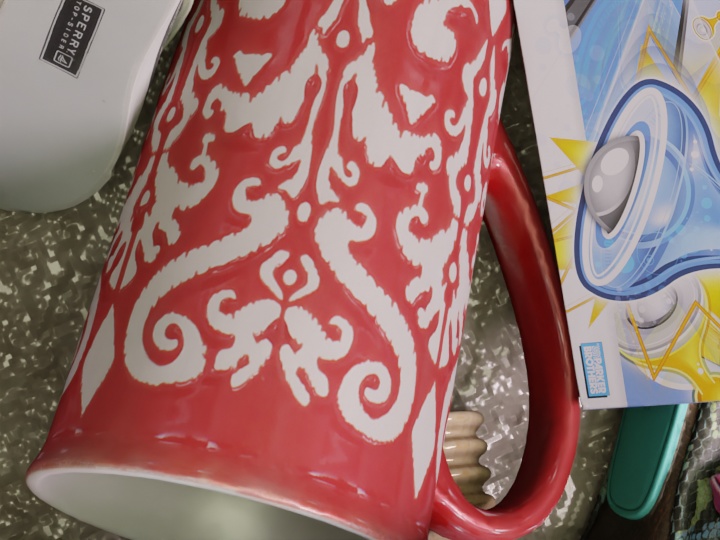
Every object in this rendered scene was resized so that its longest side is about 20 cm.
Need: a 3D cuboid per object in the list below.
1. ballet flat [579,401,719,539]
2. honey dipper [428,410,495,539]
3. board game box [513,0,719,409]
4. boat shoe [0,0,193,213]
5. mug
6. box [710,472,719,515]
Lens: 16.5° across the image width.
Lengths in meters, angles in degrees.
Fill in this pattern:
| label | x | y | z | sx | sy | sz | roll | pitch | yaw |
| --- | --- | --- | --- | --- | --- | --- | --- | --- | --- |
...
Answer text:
| label | x | y | z | sx | sy | sz | roll | pitch | yaw |
| --- | --- | --- | --- | --- | --- | --- | --- | --- | --- |
| ballet flat | 0.112 | 0.104 | 0.891 | 0.074 | 0.074 | 0.200 | 21 | 95 | -7 |
| honey dipper | 0.038 | 0.151 | 0.874 | 0.038 | 0.038 | 0.200 | -6 | 80 | -5 |
| board game box | 0.124 | -0.058 | 0.813 | 0.135 | 0.034 | 0.200 | -6 | 102 | 25 |
| boat shoe | -0.089 | -0.087 | 0.814 | 0.071 | 0.200 | 0.064 | 31 | 53 | -9 |
| mug | -0.011 | -0.001 | 0.835 | 0.133 | 0.177 | 0.200 | 2 | 71 | 32 |
| box | 0.246 | 0.127 | 0.859 | 0.200 | 0.097 | 0.176 | -21 | 119 | -4 |
